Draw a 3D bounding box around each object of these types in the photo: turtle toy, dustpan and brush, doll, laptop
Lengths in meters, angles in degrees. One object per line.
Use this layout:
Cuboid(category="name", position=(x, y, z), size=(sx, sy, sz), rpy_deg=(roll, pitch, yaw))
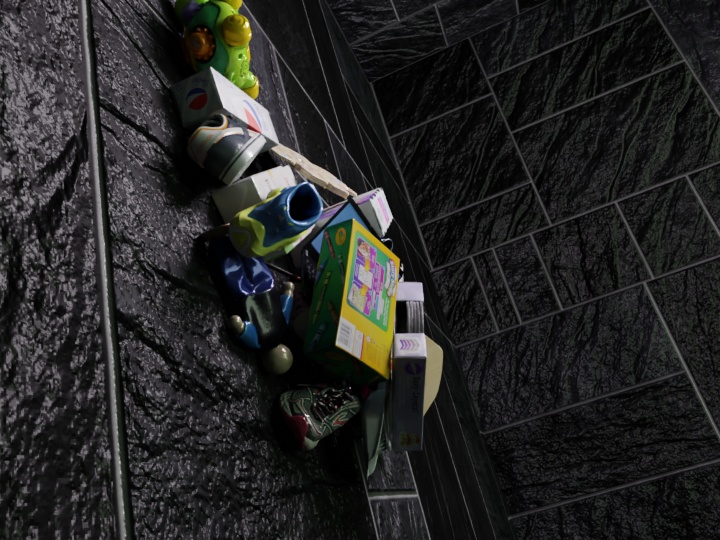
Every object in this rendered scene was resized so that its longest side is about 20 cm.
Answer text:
Cuboid(category="turtle toy", position=(-0.220, -0.352, 0.893), size=(0.146, 0.101, 0.201), rpy_deg=(95, -20, -61))
Cuboid(category="dustpan and brush", position=(0.028, 0.208, 0.920), size=(0.140, 0.057, 0.201), rpy_deg=(90, -5, -63))
Cuboid(category="doll", position=(-0.129, 0.036, 0.755), size=(0.136, 0.048, 0.201), rpy_deg=(-27, 98, -60))
Cuboid(category="laptop", position=(-0.003, 0.021, 0.909), size=(0.177, 0.103, 0.200), rpy_deg=(53, 14, -29))

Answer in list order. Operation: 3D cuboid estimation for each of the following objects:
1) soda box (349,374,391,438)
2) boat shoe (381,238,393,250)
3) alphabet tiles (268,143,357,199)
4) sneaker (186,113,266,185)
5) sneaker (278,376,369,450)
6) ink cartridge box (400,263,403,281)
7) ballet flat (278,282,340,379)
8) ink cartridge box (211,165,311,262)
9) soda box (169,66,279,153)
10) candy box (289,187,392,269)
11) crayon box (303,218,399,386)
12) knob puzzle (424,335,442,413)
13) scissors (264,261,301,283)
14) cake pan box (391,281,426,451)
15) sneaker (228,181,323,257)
Cuboid(category="soda box", position=(0.016, 0.179, 1.016), size=(0.071, 0.063, 0.201), rpy_deg=(23, 63, -73))
Cuboid(category="boat shoe", position=(0.000, 0.000, 1.032), size=(0.084, 0.068, 0.200), rpy_deg=(51, 41, -28))
Cuboid(category="alphabet tiles", position=(-0.102, -0.186, 1.067), size=(0.195, 0.015, 0.200), rpy_deg=(22, 15, -42))
Cuboid(category="sneaker", position=(-0.180, -0.169, 0.809), size=(0.079, 0.079, 0.200), rpy_deg=(37, 6, -12))
Cuboid(category="sneaker", position=(-0.048, 0.179, 0.808), size=(0.081, 0.075, 0.200), rpy_deg=(61, 14, 6))
Cuboid(category="ink cartridge box", position=(0.048, 0.100, 1.204), size=(0.176, 0.083, 0.201), rpy_deg=(-67, 155, -74))
Cuboid(category="ballet flat", position=(-0.061, 0.108, 0.896), size=(0.071, 0.069, 0.200), rpy_deg=(-117, -178, -61))
Cuboid(category="ink cartridge box", position=(-0.137, -0.088, 0.897), size=(0.200, 0.067, 0.117), rpy_deg=(-60, 127, -73))
Cuboid(category="soda box", position=(-0.193, -0.225, 0.881), size=(0.200, 0.068, 0.064), rpy_deg=(12, 58, -76))
Cuboid(category="candy box", position=(-0.034, -0.083, 1.096), size=(0.200, 0.167, 0.072), rpy_deg=(-61, 130, -74))
Cuboid(category="crayon box", position=(-0.007, 0.044, 0.831), size=(0.119, 0.058, 0.201), rpy_deg=(39, 47, -40))
Cuboid(category="knob puzzle", position=(0.064, 0.187, 1.097), size=(0.220, 0.219, 0.030), rpy_deg=(69, -23, 1))
Cuboid(category="scissors", position=(-0.089, 0.014, 0.892), size=(0.200, 0.073, 0.014), rpy_deg=(61, 50, -78))
Cuboid(category="cake pan box", position=(0.072, 0.142, 0.919), size=(0.184, 0.052, 0.201), rpy_deg=(-88, 177, -58))
Cuboid(category="sneaker", position=(-0.078, -0.074, 0.757), size=(0.076, 0.105, 0.200), rpy_deg=(63, 26, -14))
